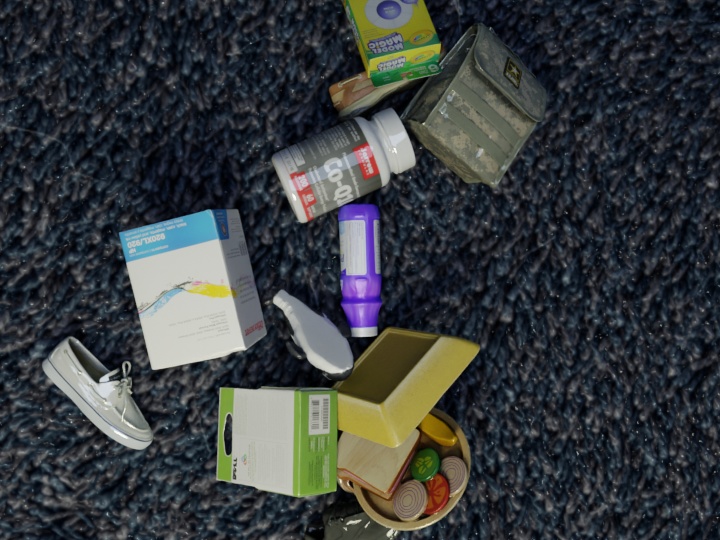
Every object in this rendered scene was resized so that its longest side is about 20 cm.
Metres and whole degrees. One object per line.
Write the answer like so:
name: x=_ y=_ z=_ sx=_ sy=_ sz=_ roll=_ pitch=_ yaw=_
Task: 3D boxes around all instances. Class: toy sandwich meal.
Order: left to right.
toy sandwich meal: x=0.060 y=0.272 z=1.252 sx=0.203 sy=0.070 sz=0.207 roll=-12 pitch=56 yaw=19

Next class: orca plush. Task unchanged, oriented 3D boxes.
orca plush: x=-0.084 y=0.109 z=1.320 sx=0.199 sy=0.072 sz=0.105 roll=32 pitch=47 yaw=22

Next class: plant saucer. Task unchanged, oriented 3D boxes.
plant saucer: x=0.046 y=0.152 z=1.258 sx=0.200 sy=0.199 sz=0.049 roll=-47 pitch=114 yaw=-23

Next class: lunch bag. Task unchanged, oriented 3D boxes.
lunch bag: x=0.186 y=-0.257 z=1.332 sx=0.164 sy=0.117 sz=0.201 roll=37 pitch=84 yaw=-24

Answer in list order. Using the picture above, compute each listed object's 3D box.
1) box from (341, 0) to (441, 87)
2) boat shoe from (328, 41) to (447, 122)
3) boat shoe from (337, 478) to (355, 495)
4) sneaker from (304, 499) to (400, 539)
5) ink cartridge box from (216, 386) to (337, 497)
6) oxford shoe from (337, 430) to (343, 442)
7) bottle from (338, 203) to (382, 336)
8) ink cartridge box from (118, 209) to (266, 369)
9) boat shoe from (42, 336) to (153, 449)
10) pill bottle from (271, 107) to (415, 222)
box: x=0.046 y=-0.375 z=1.322 sx=0.116 sy=0.048 sz=0.202 roll=-14 pitch=67 yaw=-7
boat shoe: x=0.040 y=-0.307 z=1.348 sx=0.199 sy=0.076 sz=0.074 roll=-32 pitch=91 yaw=-7
boat shoe: x=0.063 y=0.333 z=1.349 sx=0.197 sy=0.072 sz=0.077 roll=2 pitch=90 yaw=-7
sneaker: x=-0.006 y=0.380 z=1.304 sx=0.200 sy=0.076 sz=0.091 roll=-41 pitch=102 yaw=20
ink cartridge box: x=-0.128 y=0.247 z=1.293 sx=0.075 sy=0.199 sz=0.150 roll=6 pitch=82 yaw=-44
oxford shoe: x=0.019 y=0.246 z=1.353 sx=0.198 sy=0.058 sz=0.076 roll=11 pitch=86 yaw=-9
bottle: x=0.000 y=0.000 z=1.337 sx=0.064 sy=0.084 sz=0.203 roll=-2 pitch=91 yaw=-1
ink cartridge box: x=-0.238 y=0.025 z=1.261 sx=0.143 sy=0.147 sz=0.202 roll=-13 pitch=92 yaw=7
boat shoe: x=-0.372 y=0.173 z=1.290 sx=0.202 sy=0.075 sz=0.086 roll=44 pitch=102 yaw=1
pill bottle: x=-0.024 y=-0.163 z=1.315 sx=0.198 sy=0.114 sz=0.115 roll=-25 pitch=93 yaw=-4
